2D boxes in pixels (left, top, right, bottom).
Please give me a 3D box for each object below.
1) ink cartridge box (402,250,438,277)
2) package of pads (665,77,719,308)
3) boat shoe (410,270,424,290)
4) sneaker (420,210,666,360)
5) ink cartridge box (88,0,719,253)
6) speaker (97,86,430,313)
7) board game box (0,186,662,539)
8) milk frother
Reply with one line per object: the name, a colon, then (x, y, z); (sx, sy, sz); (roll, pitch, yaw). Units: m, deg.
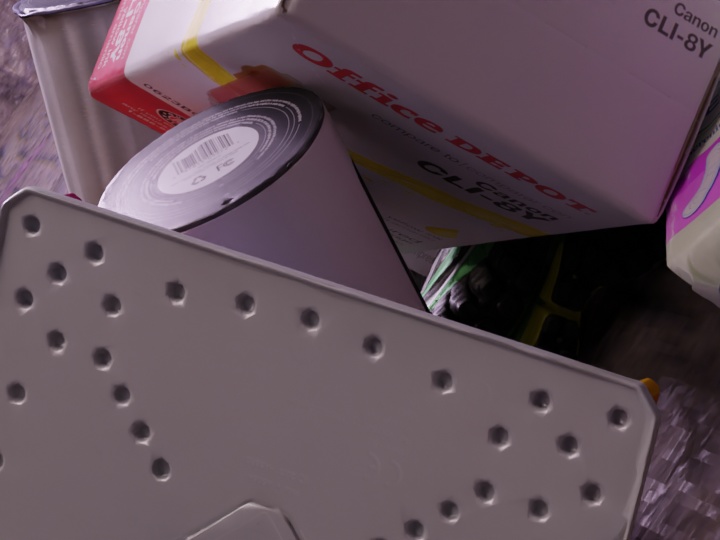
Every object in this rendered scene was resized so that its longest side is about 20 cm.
ink cartridge box: (0.029, -0.126, 1.004); (0.201, 0.146, 0.146); (-52, 47, 12)
package of pads: (0.165, -0.074, 0.729); (0.155, 0.068, 0.201); (-45, 19, 30)
boat shoe: (0.000, 0.000, 1.072); (0.074, 0.066, 0.201); (-57, 24, 26)
sneaker: (0.069, -0.019, 0.884); (0.201, 0.078, 0.085); (-54, 15, 8)
ink cartridge box: (0.010, -0.075, 0.772); (0.200, 0.144, 0.084); (-7, 58, 67)
speaker: (-0.005, 0.047, 0.732); (0.081, 0.201, 0.081); (-22, 26, 12)
board game box: (-0.028, 0.097, 0.649); (0.026, 0.198, 0.202); (-19, -56, -66)
milk frother: (-0.124, -0.075, 1.289); (0.199, 0.190, 0.180); (-1, 19, 38)
